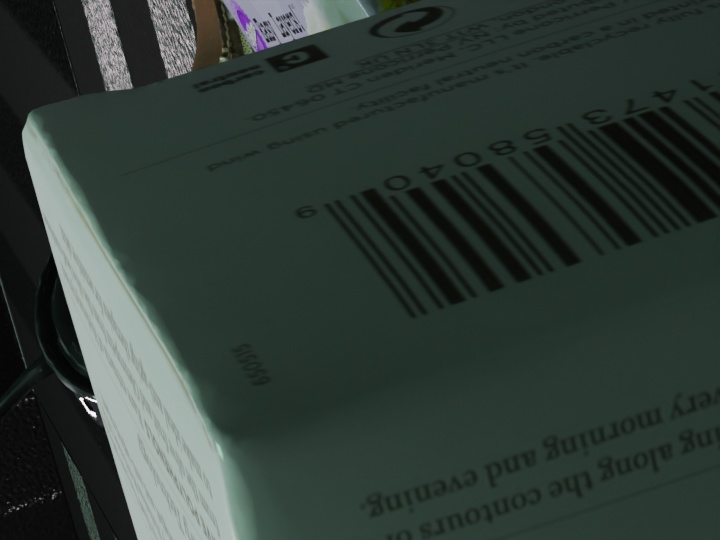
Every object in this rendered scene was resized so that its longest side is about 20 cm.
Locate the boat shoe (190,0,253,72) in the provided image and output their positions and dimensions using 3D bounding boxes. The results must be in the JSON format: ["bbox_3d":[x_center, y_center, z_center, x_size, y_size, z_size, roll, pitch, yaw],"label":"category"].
[{"bbox_3d":[-0.052,-0.068,1.273,0.075,0.075,0.203,110,140,-72],"label":"boat shoe"}]

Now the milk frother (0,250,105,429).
[{"bbox_3d":[-0.050,0.063,0.860,0.200,0.181,0.188,21,150,42],"label":"milk frother"}]

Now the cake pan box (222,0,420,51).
[{"bbox_3d":[0.038,-0.028,0.868,0.184,0.052,0.200,58,171,-9],"label":"cake pan box"}]

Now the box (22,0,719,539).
[{"bbox_3d":[0.054,0.040,0.644,0.200,0.199,0.172,-129,23,-63],"label":"box"}]
